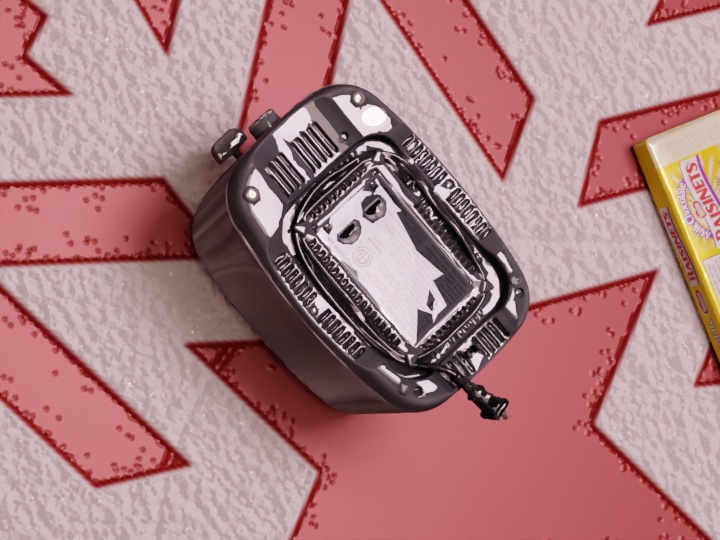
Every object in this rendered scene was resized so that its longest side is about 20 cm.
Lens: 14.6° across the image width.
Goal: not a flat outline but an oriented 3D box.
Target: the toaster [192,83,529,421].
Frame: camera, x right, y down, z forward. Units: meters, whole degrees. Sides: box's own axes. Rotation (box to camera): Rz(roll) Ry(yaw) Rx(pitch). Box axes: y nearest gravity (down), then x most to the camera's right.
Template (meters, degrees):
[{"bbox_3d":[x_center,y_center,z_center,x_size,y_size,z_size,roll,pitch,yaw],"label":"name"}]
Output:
[{"bbox_3d":[0.000,0.000,1.492,0.114,0.129,0.200,-44,98,-18],"label":"toaster"}]

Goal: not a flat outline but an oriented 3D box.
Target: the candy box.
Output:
[{"bbox_3d":[0.240,0.001,1.632,0.102,0.026,0.200,-22,91,-18],"label":"candy box"}]
